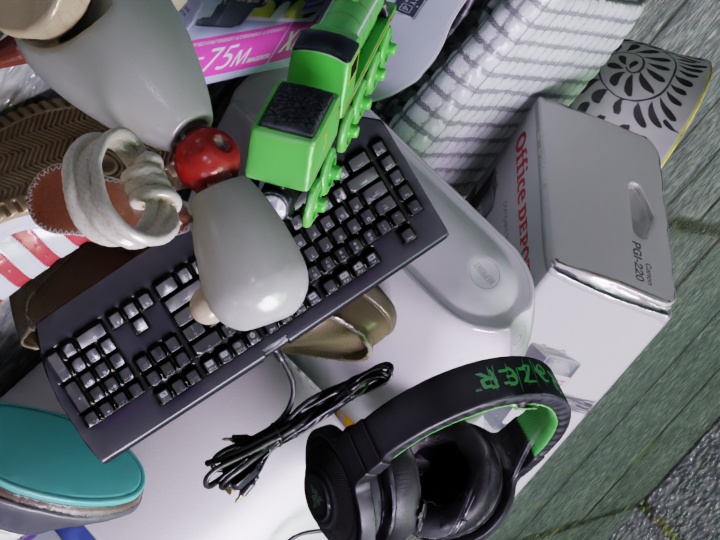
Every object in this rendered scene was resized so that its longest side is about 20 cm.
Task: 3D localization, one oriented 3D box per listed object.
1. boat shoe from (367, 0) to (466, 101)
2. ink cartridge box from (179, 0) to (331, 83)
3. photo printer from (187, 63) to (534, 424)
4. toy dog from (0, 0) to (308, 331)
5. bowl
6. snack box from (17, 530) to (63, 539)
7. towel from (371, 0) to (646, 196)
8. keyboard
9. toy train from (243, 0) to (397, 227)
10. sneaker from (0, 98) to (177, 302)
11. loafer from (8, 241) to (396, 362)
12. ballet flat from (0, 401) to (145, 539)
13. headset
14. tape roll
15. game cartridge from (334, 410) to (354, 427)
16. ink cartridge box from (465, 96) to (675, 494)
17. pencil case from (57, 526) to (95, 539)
[{"bbox_3d":[0.023,-0.154,1.120,0.200,0.073,0.066,-39,-147,50],"label":"boat shoe"},{"bbox_3d":[-0.029,-0.173,1.018,0.119,0.042,0.201,-21,148,-53],"label":"ink cartridge box"},{"bbox_3d":[0.000,0.000,1.166,0.069,0.200,0.167,-41,171,-31],"label":"photo printer"},{"bbox_3d":[-0.102,-0.059,0.913,0.131,0.201,0.096,15,140,-42],"label":"toy dog"},{"bbox_3d":[0.130,-0.084,1.428,0.201,0.094,0.201,-52,-174,8],"label":"bowl"},{"bbox_3d":[-0.208,0.192,1.249,0.053,0.142,0.200,-33,159,-29],"label":"snack box"},{"bbox_3d":[0.064,-0.121,1.270,0.166,0.086,0.200,-50,163,21],"label":"towel"},{"bbox_3d":[-0.045,0.029,1.040,0.199,0.128,0.021,-33,-165,-8],"label":"keyboard"},{"bbox_3d":[-0.016,-0.087,1.005,0.200,0.041,0.057,-68,169,-57],"label":"toy train"},{"bbox_3d":[-0.170,-0.005,1.017,0.199,0.071,0.113,-23,149,-33],"label":"sneaker"},{"bbox_3d":[-0.082,0.023,1.090,0.076,0.198,0.068,93,6,-68],"label":"loafer"},{"bbox_3d":[-0.204,0.097,1.084,0.199,0.073,0.073,16,123,-33],"label":"ballet flat"},{"bbox_3d":[0.027,0.120,1.100,0.123,0.094,0.200,3,144,-44],"label":"headset"},{"bbox_3d":[-0.092,0.109,1.231,0.139,0.203,0.203,-41,162,-10],"label":"tape roll"},{"bbox_3d":[0.011,0.055,1.419,0.032,0.178,0.200,-6,165,9],"label":"game cartridge"},{"bbox_3d":[0.093,0.023,1.277,0.200,0.084,0.146,-53,-155,39],"label":"ink cartridge box"},{"bbox_3d":[-0.144,0.185,1.476,0.086,0.079,0.200,-16,163,5],"label":"pencil case"}]
